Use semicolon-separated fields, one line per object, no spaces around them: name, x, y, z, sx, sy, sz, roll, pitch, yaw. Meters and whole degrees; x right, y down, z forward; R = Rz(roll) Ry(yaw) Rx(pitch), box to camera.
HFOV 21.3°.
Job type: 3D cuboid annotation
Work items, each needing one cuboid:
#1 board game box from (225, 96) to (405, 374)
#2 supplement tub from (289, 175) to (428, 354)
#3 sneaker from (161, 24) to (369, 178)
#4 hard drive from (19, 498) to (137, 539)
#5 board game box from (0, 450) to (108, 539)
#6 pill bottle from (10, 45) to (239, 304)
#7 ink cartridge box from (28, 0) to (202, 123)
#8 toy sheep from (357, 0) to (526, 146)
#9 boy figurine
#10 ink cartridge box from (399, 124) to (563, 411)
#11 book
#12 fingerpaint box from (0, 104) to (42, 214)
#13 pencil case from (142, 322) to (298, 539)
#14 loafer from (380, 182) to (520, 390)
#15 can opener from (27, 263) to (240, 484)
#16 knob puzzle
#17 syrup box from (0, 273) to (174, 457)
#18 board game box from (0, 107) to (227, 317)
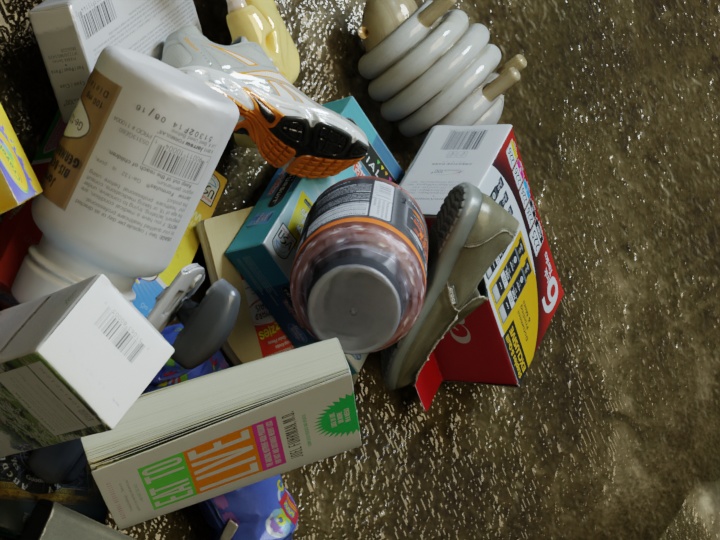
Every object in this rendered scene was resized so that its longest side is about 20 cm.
board game box;-0.020;-0.030;1.665;0.151;0.047;0.200;54;43;-27
supplement tub;0.000;0.000;1.497;0.107;0.107;0.200;56;13;-14
sneaker;-0.077;-0.147;1.578;0.199;0.076;0.092;21;49;-31
hard drive;-0.188;0.278;1.469;0.200;0.033;0.140;31;74;-31
board game box;-0.276;0.130;1.459;0.199;0.028;0.136;24;64;-32
pill bottle;-0.181;-0.056;1.432;0.114;0.114;0.201;21;100;-34
ink cartridge box;-0.182;-0.161;1.562;0.200;0.044;0.177;-52;129;-59
toy sheep;0.074;-0.180;1.767;0.200;0.138;0.138;51;51;-4
boy figurine;-0.091;-0.198;1.664;0.124;0.064;0.201;37;42;-75
ink cartridge box;0.096;0.002;1.710;0.176;0.083;0.201;-60;140;-40
book;-0.101;0.124;1.431;0.199;0.134;0.048;-19;60;-6
fingerpaint box;-0.349;-0.108;1.373;0.201;0.166;0.073;64;9;-6
pencil case;-0.118;0.140;1.528;0.201;0.078;0.087;66;32;-24
loafer;0.075;0.023;1.606;0.069;0.201;0.075;18;31;-14
can opener;-0.166;0.084;1.437;0.067;0.053;0.200;35;92;12
knob puzzle;-0.062;0.040;1.655;0.219;0.030;0.221;19;65;-48
syrup box;-0.228;0.072;1.363;0.079;0.200;0.082;48;56;-18
board game box;-0.208;-0.032;1.552;0.153;0.040;0.201;37;57;-27
